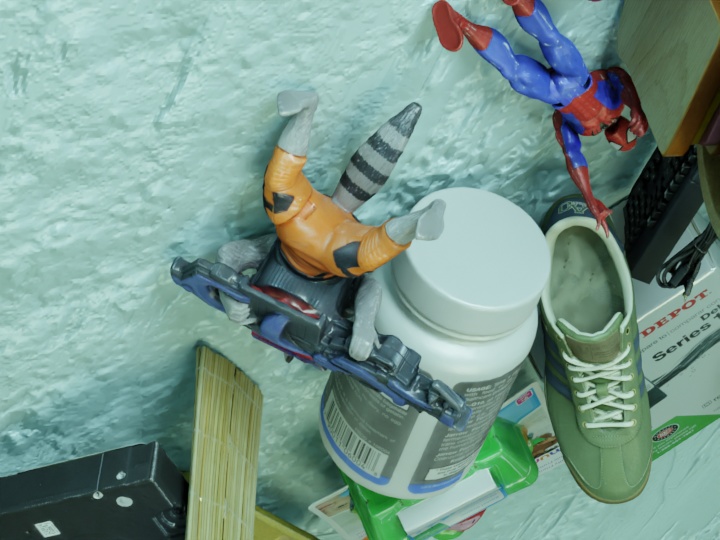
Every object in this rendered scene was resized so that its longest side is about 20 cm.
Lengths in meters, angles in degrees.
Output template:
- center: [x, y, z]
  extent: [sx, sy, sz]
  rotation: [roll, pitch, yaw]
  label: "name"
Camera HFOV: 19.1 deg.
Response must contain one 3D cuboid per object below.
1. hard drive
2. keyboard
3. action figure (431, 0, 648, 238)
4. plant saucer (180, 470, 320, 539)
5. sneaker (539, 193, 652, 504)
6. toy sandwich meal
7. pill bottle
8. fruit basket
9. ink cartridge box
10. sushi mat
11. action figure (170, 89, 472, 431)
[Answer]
- center: [-0.191, 0.183, 1.392]
  extent: [0.198, 0.038, 0.140]
  rotation: [-16, 133, 18]
  label: "hard drive"
- center: [0.208, -0.065, 1.310]
  extent: [0.020, 0.128, 0.201]
  rotation: [10, 136, -16]
  label: "keyboard"
- center: [0.123, -0.093, 1.239]
  extent: [0.065, 0.100, 0.200]
  rotation: [-35, 149, 18]
  label: "action figure"
- center: [-0.142, 0.217, 1.548]
  extent: [0.199, 0.049, 0.200]
  rotation: [-34, 147, 13]
  label: "plant saucer"
- center: [0.144, 0.051, 1.352]
  extent: [0.066, 0.202, 0.090]
  rotation: [-8, 179, 7]
  label: "sneaker"
- center: [0.199, -0.108, 1.174]
  extent: [0.070, 0.207, 0.206]
  rotation: [4, 141, -11]
  label: "toy sandwich meal"
- center: [0.048, 0.047, 1.368]
  extent: [0.113, 0.114, 0.201]
  rotation: [-8, 145, -24]
  label: "pill bottle"
- center: [0.067, 0.158, 1.563]
  extent: [0.184, 0.094, 0.200]
  rotation: [-27, 151, 3]
  label: "fruit basket"
- center: [0.204, 0.040, 1.492]
  extent: [0.146, 0.083, 0.200]
  rotation: [-34, 146, 13]
  label: "ink cartridge box"
- center: [-0.089, 0.155, 1.367]
  extent: [0.012, 0.202, 0.096]
  rotation: [-9, 153, 22]
  label: "sushi mat"
- center: [0.000, 0.000, 1.261]
  extent: [0.105, 0.199, 0.194]
  rotation: [-58, 179, -37]
  label: "action figure"
